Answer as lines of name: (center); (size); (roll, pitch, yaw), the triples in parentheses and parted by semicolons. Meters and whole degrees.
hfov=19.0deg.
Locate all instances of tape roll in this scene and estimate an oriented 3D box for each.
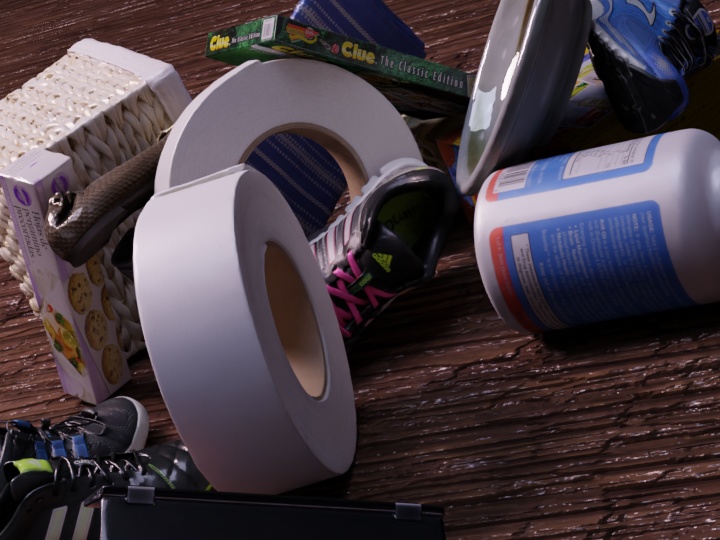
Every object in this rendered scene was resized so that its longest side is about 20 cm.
tape roll: (-0.047, -0.050, 1.526); (0.202, 0.204, 0.037); (-32, 10, -20)
tape roll: (-0.070, 0.040, 1.347); (0.070, 0.204, 0.203); (-18, 23, 14)

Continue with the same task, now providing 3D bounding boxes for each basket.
basket: (-0.201, -0.054, 1.703); (0.160, 0.199, 0.200); (-35, 25, -18)

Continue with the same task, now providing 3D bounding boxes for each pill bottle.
pill bottle: (0.183, -0.028, 1.374); (0.199, 0.113, 0.112); (-10, 25, 29)

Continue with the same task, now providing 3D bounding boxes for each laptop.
laptop: (-0.053, 0.179, 1.156); (0.186, 0.117, 0.200); (5, -9, -11)

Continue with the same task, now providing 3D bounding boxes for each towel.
towel: (-0.031, -0.125, 1.664); (0.024, 0.145, 0.201); (20, 77, 40)

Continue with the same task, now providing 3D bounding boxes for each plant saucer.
plant saucer: (0.118, -0.142, 1.471); (0.050, 0.201, 0.200); (17, 25, -5)

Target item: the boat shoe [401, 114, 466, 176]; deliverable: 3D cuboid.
boat shoe: (0.057, -0.084, 1.680); (0.063, 0.074, 0.201); (-22, 14, 14)

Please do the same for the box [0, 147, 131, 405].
box: (-0.214, 0.007, 1.565); (0.039, 0.201, 0.041); (17, 42, 35)

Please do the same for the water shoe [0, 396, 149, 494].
water shoe: (-0.221, 0.130, 1.452); (0.071, 0.079, 0.200); (-1, 31, 42)

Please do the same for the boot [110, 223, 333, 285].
boot: (-0.083, -0.015, 1.575); (0.069, 0.132, 0.200); (-1, 31, 45)

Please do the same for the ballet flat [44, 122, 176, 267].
ballet flat: (-0.165, -0.067, 1.539); (0.200, 0.046, 0.068); (-46, -8, -48)

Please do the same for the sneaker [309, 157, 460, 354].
sneaker: (0.000, 0.000, 1.475); (0.200, 0.074, 0.087); (-50, 14, -16)

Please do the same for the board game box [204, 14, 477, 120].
board game box: (-0.004, -0.148, 1.585); (0.199, 0.024, 0.105); (14, -7, -32)

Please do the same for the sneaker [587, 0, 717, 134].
sneaker: (0.204, -0.160, 1.493); (0.089, 0.079, 0.200); (-21, 24, 7)

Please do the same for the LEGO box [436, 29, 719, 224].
LEGO box: (0.183, -0.103, 1.587); (0.199, 0.078, 0.149); (-33, 24, -22)

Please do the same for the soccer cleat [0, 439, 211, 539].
soccer cleat: (-0.180, 0.147, 1.371); (0.199, 0.081, 0.068); (-28, 23, -11)
